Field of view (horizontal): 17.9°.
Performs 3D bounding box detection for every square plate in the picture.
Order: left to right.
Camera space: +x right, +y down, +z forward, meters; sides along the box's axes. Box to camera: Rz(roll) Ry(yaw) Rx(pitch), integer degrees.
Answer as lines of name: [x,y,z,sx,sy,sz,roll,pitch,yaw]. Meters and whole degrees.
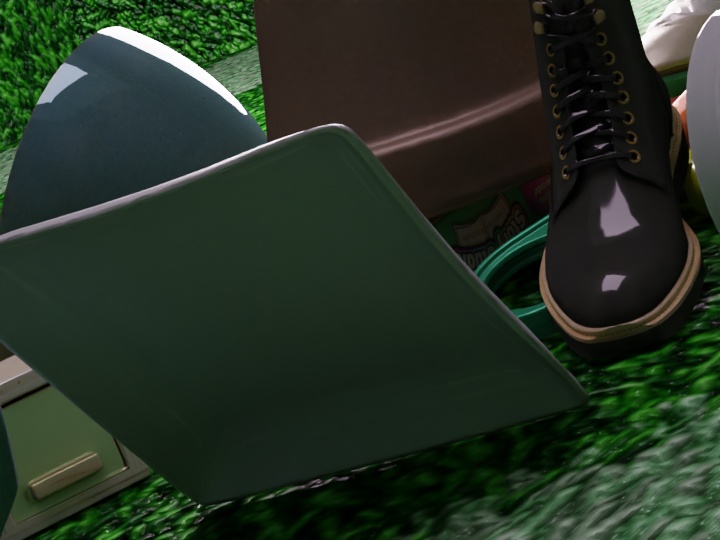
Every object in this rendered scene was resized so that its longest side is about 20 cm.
square plate: [-0.038,0.019,0.923,0.198,0.200,0.028,-17,48,27]

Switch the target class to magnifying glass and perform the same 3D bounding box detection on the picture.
magnifying glass: [0.122,-0.029,1.141,0.080,0.022,0.200,1,39,46]

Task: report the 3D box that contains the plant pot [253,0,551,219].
plant pot: [0.021,-0.129,1.247,0.200,0.175,0.200,-17,11,4]

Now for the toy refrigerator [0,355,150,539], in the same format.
toy refrigerator: [-0.210,0.107,1.113,0.200,0.076,0.070,-26,10,-21]

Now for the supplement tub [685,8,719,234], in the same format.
supplement tub: [0.238,-0.067,0.855,0.200,0.145,0.145,-14,13,39]

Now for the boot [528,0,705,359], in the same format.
boot: [0.103,-0.066,1.048,0.077,0.138,0.200,-14,32,12]

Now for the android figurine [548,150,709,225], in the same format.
android figurine: [0.190,-0.064,1.251,0.182,0.041,0.200,-25,12,-11]

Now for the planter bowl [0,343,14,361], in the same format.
planter bowl: [-0.292,0.072,1.222,0.200,0.200,0.135,-18,38,24]

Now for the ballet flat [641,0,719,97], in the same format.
ballet flat: [0.213,-0.135,1.335,0.200,0.070,0.069,-5,-4,-42]

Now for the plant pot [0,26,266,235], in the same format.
plant pot: [-0.122,-0.041,1.463,0.135,0.200,0.200,19,26,17]

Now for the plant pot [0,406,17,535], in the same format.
plant pot: [-0.251,0.086,0.893,0.196,0.200,0.197,-15,45,39]

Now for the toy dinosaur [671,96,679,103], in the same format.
toy dinosaur: [0.097,-0.078,1.410,0.181,0.105,0.200,-45,28,-11]

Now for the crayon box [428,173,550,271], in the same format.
crayon box: [0.000,0.000,1.265,0.172,0.058,0.200,-15,13,36]
